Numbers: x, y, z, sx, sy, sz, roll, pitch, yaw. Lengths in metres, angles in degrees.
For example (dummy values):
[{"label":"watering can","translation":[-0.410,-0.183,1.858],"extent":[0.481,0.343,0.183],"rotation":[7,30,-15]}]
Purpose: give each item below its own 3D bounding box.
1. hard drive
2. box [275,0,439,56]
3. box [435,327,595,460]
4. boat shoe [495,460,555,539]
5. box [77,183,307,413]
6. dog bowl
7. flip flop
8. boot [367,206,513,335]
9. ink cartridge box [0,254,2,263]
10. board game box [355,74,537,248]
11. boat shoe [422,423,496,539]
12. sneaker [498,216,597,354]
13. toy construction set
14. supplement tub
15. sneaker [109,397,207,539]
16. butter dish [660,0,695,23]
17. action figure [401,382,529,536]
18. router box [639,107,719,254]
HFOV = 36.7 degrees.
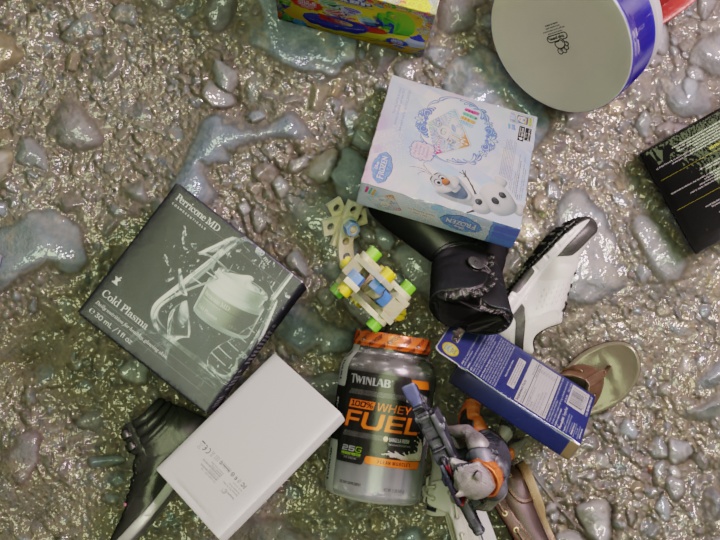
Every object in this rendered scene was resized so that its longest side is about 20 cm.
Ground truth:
[{"label":"hard drive","translation":[-0.132,0.208,1.295],"extent":[0.200,0.026,0.132],"rotation":[-44,54,-14]},{"label":"box","translation":[0.003,-0.367,1.330],"extent":[0.198,0.193,0.123],"rotation":[14,86,0]},{"label":"box","translation":[0.182,0.133,1.300],"extent":[0.199,0.121,0.033],"rotation":[34,119,6]},{"label":"boat shoe","translation":[0.210,0.343,1.353],"extent":[0.070,0.070,0.202],"rotation":[-20,79,-10]},{"label":"box","translation":[-0.201,0.036,1.336],"extent":[0.199,0.124,0.197],"rotation":[37,84,1]},{"label":"dog bowl","translation":[0.261,-0.299,1.325],"extent":[0.200,0.200,0.079],"rotation":[46,56,2]},{"label":"flip flop","translation":[0.265,0.153,1.371],"extent":[0.198,0.058,0.082],"rotation":[-21,87,-3]},{"label":"boot","translation":[0.096,-0.016,1.314],"extent":[0.199,0.169,0.077],"rotation":[25,125,-11]},{"label":"ink cartridge box","translation":[-0.568,0.020,1.344],"extent":[0.198,0.084,0.146],"rotation":[15,86,-1]},{"label":"board game box","translation":[0.110,-0.138,1.342],"extent":[0.197,0.044,0.201],"rotation":[17,51,-1]},{"label":"boat shoe","translation":[0.111,0.282,1.357],"extent":[0.069,0.071,0.202],"rotation":[-21,93,-4]},{"label":"sneaker","translation":[0.239,0.019,1.378],"extent":[0.080,0.074,0.201],"rotation":[39,95,-3]},{"label":"toy construction set","translation":[0.000,0.000,1.324],"extent":[0.092,0.201,0.131],"rotation":[-40,124,12]},{"label":"supplement tub","translation":[0.027,0.178,1.332],"extent":[0.121,0.123,0.202],"rotation":[7,86,-1]},{"label":"sneaker","translation":[-0.272,0.248,1.348],"extent":[0.099,0.071,0.201],"rotation":[35,80,3]},{"label":"butter dish","translation":[0.324,-0.396,1.364],"extent":[0.198,0.148,0.201],"rotation":[-33,88,-3]},{"label":"action figure","translation":[0.135,0.192,1.268],"extent":[0.104,0.194,0.201],"rotation":[-22,107,23]},{"label":"router box","translation":[0.476,-0.133,1.370],"extent":[0.199,0.051,0.150],"rotation":[-29,87,17]}]
